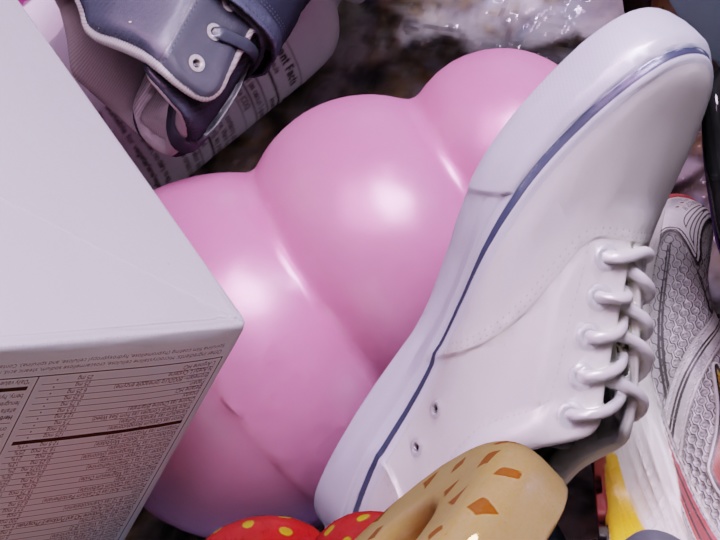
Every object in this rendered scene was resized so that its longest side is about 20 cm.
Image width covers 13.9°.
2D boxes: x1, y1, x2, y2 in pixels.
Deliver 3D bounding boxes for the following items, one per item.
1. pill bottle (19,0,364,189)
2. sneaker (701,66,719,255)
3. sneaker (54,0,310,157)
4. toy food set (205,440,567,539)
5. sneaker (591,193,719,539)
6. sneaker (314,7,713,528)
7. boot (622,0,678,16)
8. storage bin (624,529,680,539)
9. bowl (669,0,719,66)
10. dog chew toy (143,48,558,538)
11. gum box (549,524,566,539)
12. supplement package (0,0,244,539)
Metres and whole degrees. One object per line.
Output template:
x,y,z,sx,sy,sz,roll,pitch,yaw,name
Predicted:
-0.080,-0.093,1.073,0.200,0.113,0.113,-40,55,-9,pill bottle
0.139,0.018,0.852,0.076,0.088,0.200,-27,46,7,sneaker
-0.006,-0.094,0.983,0.202,0.077,0.146,18,69,-4,sneaker
-0.039,0.118,0.809,0.198,0.049,0.200,-39,14,-20,toy food set
0.114,0.067,0.936,0.082,0.078,0.200,-6,63,4,sneaker
0.061,0.019,0.888,0.071,0.073,0.200,41,116,32,sneaker
0.081,-0.159,1.105,0.166,0.072,0.200,-3,61,34,boot
0.098,0.168,0.792,0.200,0.146,0.134,37,55,-5,storage bin
0.172,-0.123,0.956,0.200,0.105,0.201,6,63,-12,bowl
0.000,0.000,0.968,0.200,0.125,0.125,-35,54,7,dog chew toy
-0.010,0.180,0.916,0.170,0.045,0.200,-12,57,11,gum box
-0.174,0.027,0.923,0.191,0.147,0.200,54,129,32,supplement package
